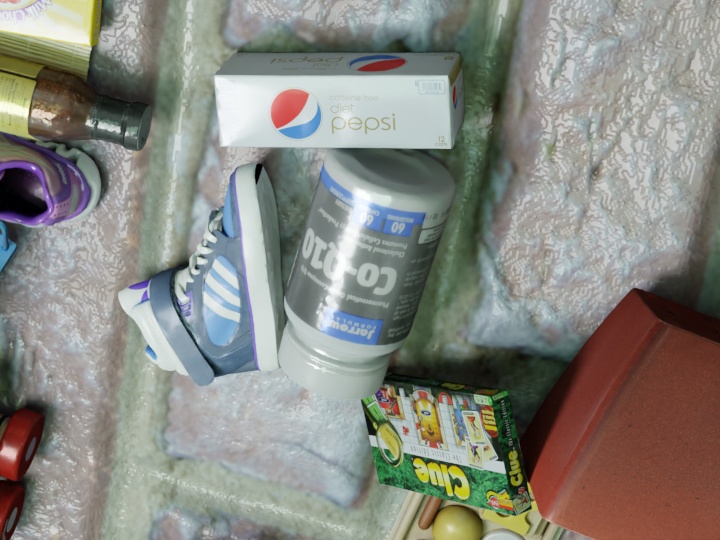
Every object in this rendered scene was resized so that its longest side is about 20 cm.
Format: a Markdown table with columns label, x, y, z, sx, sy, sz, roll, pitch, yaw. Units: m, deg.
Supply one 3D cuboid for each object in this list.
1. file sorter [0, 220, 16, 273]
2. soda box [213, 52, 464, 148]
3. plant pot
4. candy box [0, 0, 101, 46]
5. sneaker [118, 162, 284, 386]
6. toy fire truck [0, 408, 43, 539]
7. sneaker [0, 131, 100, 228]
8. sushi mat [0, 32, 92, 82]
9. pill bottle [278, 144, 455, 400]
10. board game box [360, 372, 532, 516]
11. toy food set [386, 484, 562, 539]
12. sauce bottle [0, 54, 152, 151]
| label | x | y | z | sx | sy | sz | roll | pitch | yaw |
| --- | --- | --- | --- | --- | --- | --- | --- | --- | --- |
| file sorter | -0.402 | 0.015 | 1.603 | 0.138 | 0.123 | 0.201 | 32 | 76 | -4 |
| soda box | -0.016 | -0.141 | 1.561 | 0.198 | 0.068 | 0.064 | 2 | 113 | 12 |
| plant pot | 0.260 | 0.128 | 1.549 | 0.198 | 0.200 | 0.178 | 21 | 101 | -5 |
| candy box | -0.312 | -0.254 | 1.593 | 0.198 | 0.026 | 0.103 | 10 | 107 | 8 |
| sneaker | -0.145 | 0.003 | 1.644 | 0.145 | 0.081 | 0.202 | 0 | 118 | 8 |
| toy fire truck | -0.378 | 0.200 | 1.730 | 0.111 | 0.168 | 0.201 | 19 | 116 | 3 |
| sneaker | -0.328 | -0.089 | 1.640 | 0.199 | 0.089 | 0.081 | 20 | 115 | 4 |
| sushi mat | -0.328 | -0.192 | 1.637 | 0.198 | 0.012 | 0.096 | 15 | 116 | 5 |
| pill bottle | 0.000 | 0.000 | 1.593 | 0.113 | 0.114 | 0.201 | 19 | 115 | 4 |
| board game box | 0.068 | 0.144 | 1.615 | 0.199 | 0.023 | 0.106 | 3 | 112 | 57 |
| toy food set | 0.105 | 0.237 | 1.702 | 0.143 | 0.060 | 0.201 | 24 | 116 | 2 |
| sauce bottle | -0.277 | -0.142 | 1.605 | 0.198 | 0.066 | 0.067 | 16 | 115 | 6 |
